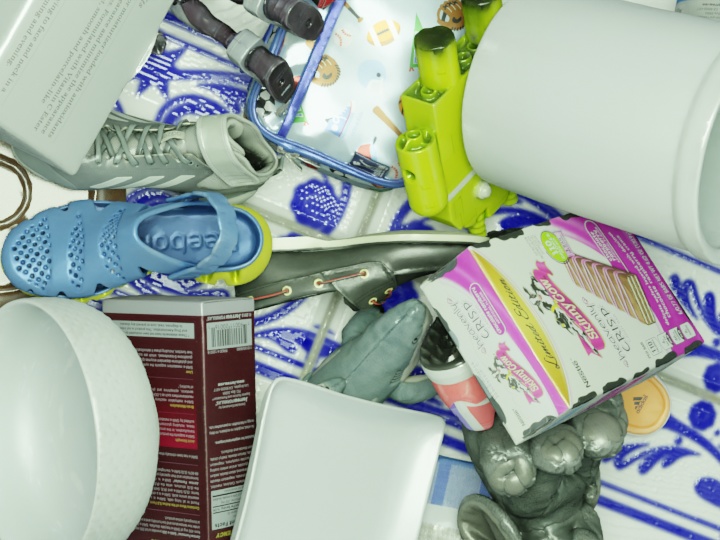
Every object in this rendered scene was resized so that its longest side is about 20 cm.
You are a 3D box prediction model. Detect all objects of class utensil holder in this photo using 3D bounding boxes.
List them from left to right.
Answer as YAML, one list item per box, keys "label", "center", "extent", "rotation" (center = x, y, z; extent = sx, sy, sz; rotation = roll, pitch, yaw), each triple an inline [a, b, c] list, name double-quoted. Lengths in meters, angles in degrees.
- label: "utensil holder"
  center: [0.198, -0.111, 1.256]
  extent: [0.170, 0.200, 0.170]
  rotation: [-30, 129, -45]

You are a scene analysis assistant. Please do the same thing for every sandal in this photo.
- label: "sandal"
  center: [-0.164, -0.023, 1.259]
  extent: [0.200, 0.087, 0.080]
  rotation: [-9, 81, -6]
- label: "sandal"
  center: [0.170, 0.070, 1.384]
  extent: [0.207, 0.059, 0.079]
  rotation: [27, 87, -11]

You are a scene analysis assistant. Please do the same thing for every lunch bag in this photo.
- label: "lunch bag"
  center: [-0.002, -0.164, 1.335]
  extent: [0.160, 0.076, 0.200]
  rotation: [24, 86, -9]

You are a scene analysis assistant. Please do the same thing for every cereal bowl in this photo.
- label: "cereal bowl"
  center: [-0.206, 0.115, 1.253]
  extent: [0.083, 0.200, 0.200]
  rotation: [-4, 93, -38]

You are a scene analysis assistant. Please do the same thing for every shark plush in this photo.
- label: "shark plush"
  center: [-0.029, 0.088, 1.334]
  extent: [0.200, 0.083, 0.091]
  rotation: [-28, 80, 3]

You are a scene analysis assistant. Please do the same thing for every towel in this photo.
- label: "towel"
  center: [0.029, 0.242, 1.381]
  extent: [0.147, 0.024, 0.200]
  rotation: [13, 89, -13]

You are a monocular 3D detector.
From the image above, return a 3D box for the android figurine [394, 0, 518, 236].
- label: "android figurine"
  center: [0.088, -0.114, 1.316]
  extent: [0.182, 0.041, 0.200]
  rotation: [-45, 140, -33]

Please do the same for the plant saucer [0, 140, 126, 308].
- label: "plant saucer"
  center: [-0.277, -0.058, 1.302]
  extent: [0.200, 0.034, 0.200]
  rotation: [-1, 93, -12]

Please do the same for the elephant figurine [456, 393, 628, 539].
- label: "elephant figurine"
  center: [0.142, 0.188, 1.345]
  extent: [0.141, 0.155, 0.200]
  rotation: [-3, 122, 6]

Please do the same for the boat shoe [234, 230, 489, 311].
- label: "boat shoe"
  center: [0.000, 0.000, 1.328]
  extent: [0.201, 0.074, 0.063]
  rotation: [-5, 88, 5]

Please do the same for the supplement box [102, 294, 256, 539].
- label: "supplement box"
  center: [-0.135, 0.120, 1.295]
  extent: [0.061, 0.109, 0.200]
  rotation: [-4, 94, -52]

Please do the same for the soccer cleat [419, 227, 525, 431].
- label: "soccer cleat"
  center: [0.099, 0.039, 1.329]
  extent: [0.068, 0.200, 0.073]
  rotation: [-10, 120, 26]

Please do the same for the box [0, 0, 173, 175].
- label: "box"
  center: [-0.251, -0.204, 1.201]
  extent: [0.200, 0.131, 0.199]
  rotation: [25, 82, 31]

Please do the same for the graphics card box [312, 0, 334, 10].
- label: "graphics card box"
  center: [-0.046, -0.302, 1.282]
  extent: [0.125, 0.051, 0.200]
  rotation: [-36, 77, -29]

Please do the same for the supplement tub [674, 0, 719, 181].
- label: "supplement tub"
  center: [0.302, -0.133, 1.368]
  extent: [0.132, 0.132, 0.200]
  rotation: [10, 91, -12]

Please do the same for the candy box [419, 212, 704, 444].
- label: "candy box"
  center: [0.153, 0.033, 1.271]
  extent: [0.200, 0.061, 0.136]
  rotation: [-19, 74, -49]

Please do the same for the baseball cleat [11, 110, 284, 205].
- label: "baseball cleat"
  center: [-0.151, -0.096, 1.270]
  extent: [0.200, 0.106, 0.070]
  rotation: [6, 69, -34]

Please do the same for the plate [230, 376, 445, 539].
- label: "plate"
  center: [-0.029, 0.190, 1.300]
  extent: [0.200, 0.032, 0.200]
  rotation: [18, 84, -47]

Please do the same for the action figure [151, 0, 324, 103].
- label: "action figure"
  center: [-0.125, -0.207, 1.288]
  extent: [0.200, 0.069, 0.130]
  rotation: [35, 97, 20]
